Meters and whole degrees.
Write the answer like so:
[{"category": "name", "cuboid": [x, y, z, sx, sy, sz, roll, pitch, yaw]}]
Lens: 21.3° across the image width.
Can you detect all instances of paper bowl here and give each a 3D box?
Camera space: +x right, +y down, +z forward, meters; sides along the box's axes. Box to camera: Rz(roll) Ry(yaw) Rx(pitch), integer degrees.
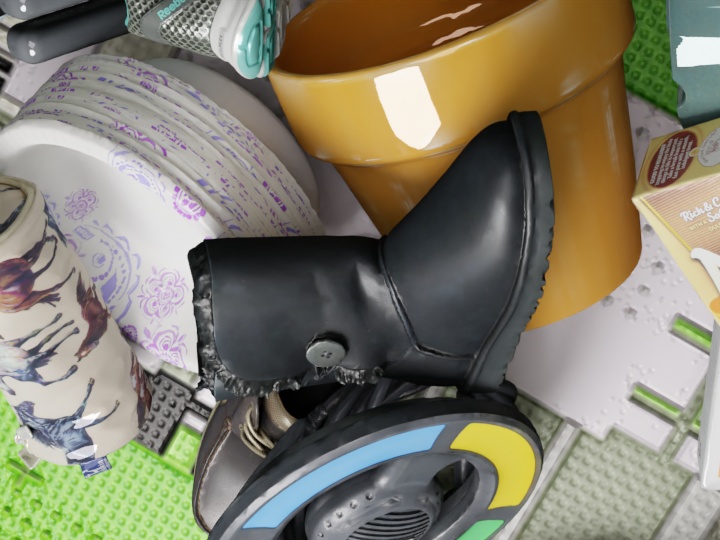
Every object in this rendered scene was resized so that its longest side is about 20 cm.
[{"category": "paper bowl", "cuboid": [-0.104, -0.041, 1.099, 0.201, 0.201, 0.104, 39, 63, 0]}]

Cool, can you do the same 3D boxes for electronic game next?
[{"category": "electronic game", "cuboid": [0.008, 0.134, 1.055, 0.200, 0.200, 0.042, -33, 58, 12]}]

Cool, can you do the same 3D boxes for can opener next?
[{"category": "can opener", "cuboid": [-0.108, -0.166, 1.089, 0.200, 0.066, 0.053, -21, 118, -26]}]

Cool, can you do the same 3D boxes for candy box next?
[{"category": "candy box", "cuboid": [0.254, -0.037, 0.975, 0.200, 0.055, 0.115, -16, 124, 37]}]

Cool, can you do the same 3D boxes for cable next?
[{"category": "cable", "cuboid": [0.024, 0.119, 1.129, 0.163, 0.051, 0.200, 24, 112, -37]}]

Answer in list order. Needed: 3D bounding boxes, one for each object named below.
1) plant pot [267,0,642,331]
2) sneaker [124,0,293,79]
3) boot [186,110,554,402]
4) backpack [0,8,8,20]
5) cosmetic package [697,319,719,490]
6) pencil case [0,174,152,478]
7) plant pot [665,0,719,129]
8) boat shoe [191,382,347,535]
[{"category": "plant pot", "cuboid": [0.071, -0.073, 1.069, 0.200, 0.200, 0.184, -18, 113, 11]}, {"category": "sneaker", "cuboid": [-0.073, -0.188, 1.049, 0.091, 0.200, 0.078, 9, 134, 8]}, {"category": "boot", "cuboid": [0.000, 0.000, 0.954, 0.168, 0.077, 0.200, -1, 144, -10]}, {"category": "backpack", "cuboid": [-0.218, -0.225, 1.077, 0.200, 0.178, 0.151, -22, 68, 5]}, {"category": "cosmetic package", "cuboid": [0.257, 0.029, 1.110, 0.101, 0.071, 0.200, 6, 100, 7]}, {"category": "pencil case", "cuboid": [-0.190, 0.032, 1.101, 0.089, 0.078, 0.200, -42, 137, -19]}, {"category": "plant pot", "cuboid": [0.269, -0.148, 1.025, 0.196, 0.200, 0.201, -1, 100, 16]}, {"category": "boat shoe", "cuboid": [-0.048, 0.082, 1.160, 0.074, 0.073, 0.200, 29, 102, 2]}]
